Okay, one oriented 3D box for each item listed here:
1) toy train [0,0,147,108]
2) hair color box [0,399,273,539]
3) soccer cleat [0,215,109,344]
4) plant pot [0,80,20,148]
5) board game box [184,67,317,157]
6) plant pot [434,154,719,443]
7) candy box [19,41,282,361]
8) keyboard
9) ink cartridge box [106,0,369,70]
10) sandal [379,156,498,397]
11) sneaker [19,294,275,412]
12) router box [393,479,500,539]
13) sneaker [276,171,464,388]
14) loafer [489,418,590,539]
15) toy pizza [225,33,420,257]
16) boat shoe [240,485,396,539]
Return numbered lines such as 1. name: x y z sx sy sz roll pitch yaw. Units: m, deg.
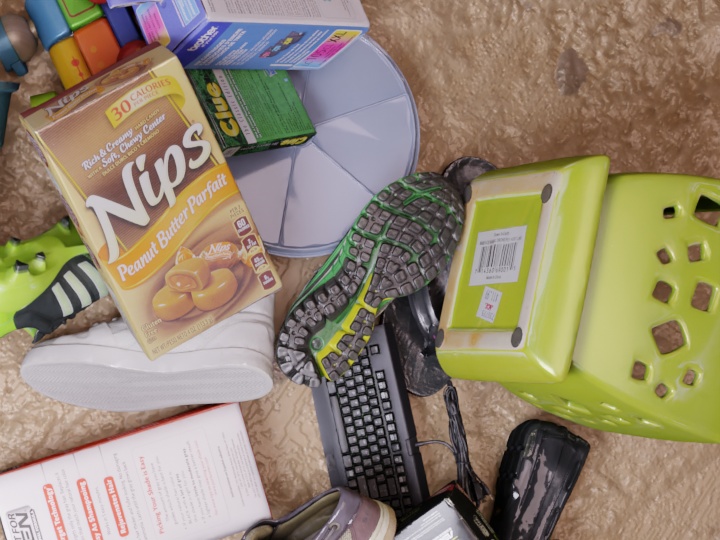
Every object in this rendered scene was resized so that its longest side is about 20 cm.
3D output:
1. toy train: -0.201 -0.132 1.382 0.115 0.085 0.201 -26 84 -1
2. hair color box: -0.178 0.176 1.388 0.199 0.061 0.102 -16 91 -13
3. soccer cleat: -0.226 0.007 1.352 0.067 0.200 0.081 32 116 23
4. plant pot: -0.352 -0.047 1.305 0.199 0.200 0.197 2 95 -12
5. board game box: -0.115 -0.183 1.385 0.104 0.023 0.201 -12 73 -49
6. plant pot: 0.177 0.014 1.384 0.181 0.200 0.200 16 82 -24
7. candy box: -0.149 -0.049 1.299 0.115 0.055 0.201 -30 118 -12
8. keyboard: 0.032 0.142 1.435 0.126 0.021 0.201 -13 91 10
9. ink cartridge box: -0.105 -0.225 1.348 0.199 0.076 0.137 -4 66 -46
10. sandal: 0.067 0.002 1.455 0.075 0.048 0.202 17 84 -11
11. sneaker: -0.160 0.043 1.401 0.199 0.074 0.116 -1 55 8
12. router box: 0.039 0.280 1.389 0.200 0.062 0.150 -36 90 12
13. sneaker: 0.000 0.000 1.404 0.078 0.085 0.200 45 85 -12
14. loafer: 0.134 0.222 1.448 0.070 0.068 0.202 19 84 -12
15. toy pizza: -0.051 -0.109 1.440 0.199 0.032 0.202 1 82 -8
16. boat shoe: -0.065 0.221 1.366 0.199 0.072 0.065 -32 120 25
